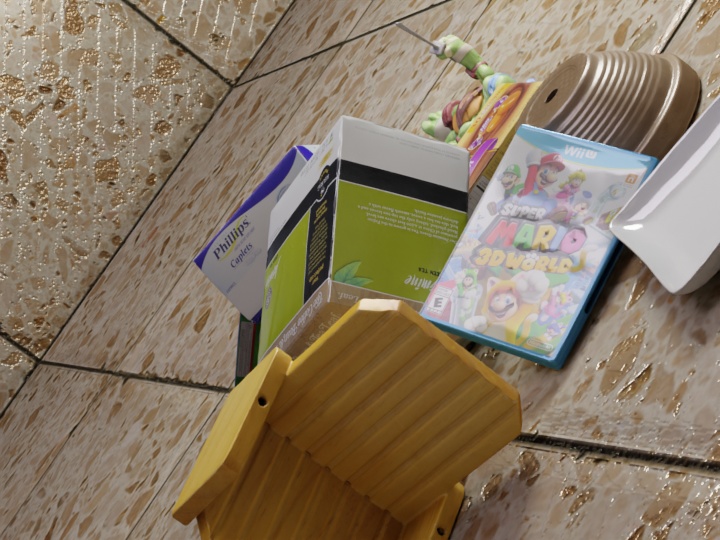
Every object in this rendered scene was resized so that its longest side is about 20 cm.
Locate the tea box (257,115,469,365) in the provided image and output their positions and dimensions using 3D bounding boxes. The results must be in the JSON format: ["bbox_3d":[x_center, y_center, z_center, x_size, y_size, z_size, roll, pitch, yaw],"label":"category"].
[{"bbox_3d":[0.000,0.000,1.718,0.200,0.133,0.198,132,148,-56],"label":"tea box"}]

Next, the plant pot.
[{"bbox_3d":[0.206,-0.130,1.691,0.201,0.093,0.201,-48,17,19],"label":"plant pot"}]

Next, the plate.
[{"bbox_3d":[0.289,-0.076,1.441,0.200,0.032,0.200,-51,15,8],"label":"plate"}]

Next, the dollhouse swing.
[{"bbox_3d":[0.003,0.156,1.443,0.176,0.200,0.182,-34,23,47],"label":"dollhouse swing"}]

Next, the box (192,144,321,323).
[{"bbox_3d":[-0.057,-0.044,2.092,0.184,0.105,0.200,-47,-14,20],"label":"box"}]

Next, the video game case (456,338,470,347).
[{"bbox_3d":[0.097,0.018,1.811,0.182,0.022,0.200,-47,16,21],"label":"video game case"}]

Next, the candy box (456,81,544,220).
[{"bbox_3d":[0.121,-0.090,1.832,0.200,0.056,0.117,-54,17,-7],"label":"candy box"}]

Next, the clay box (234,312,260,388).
[{"bbox_3d":[-0.120,0.050,2.226,0.200,0.047,0.116,-92,7,-66],"label":"clay box"}]

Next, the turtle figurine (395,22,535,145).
[{"bbox_3d":[0.080,-0.171,2.000,0.199,0.145,0.194,-14,-18,-17],"label":"turtle figurine"}]

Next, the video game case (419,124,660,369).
[{"bbox_3d":[0.152,-0.024,1.580,0.143,0.018,0.201,18,71,36],"label":"video game case"}]
